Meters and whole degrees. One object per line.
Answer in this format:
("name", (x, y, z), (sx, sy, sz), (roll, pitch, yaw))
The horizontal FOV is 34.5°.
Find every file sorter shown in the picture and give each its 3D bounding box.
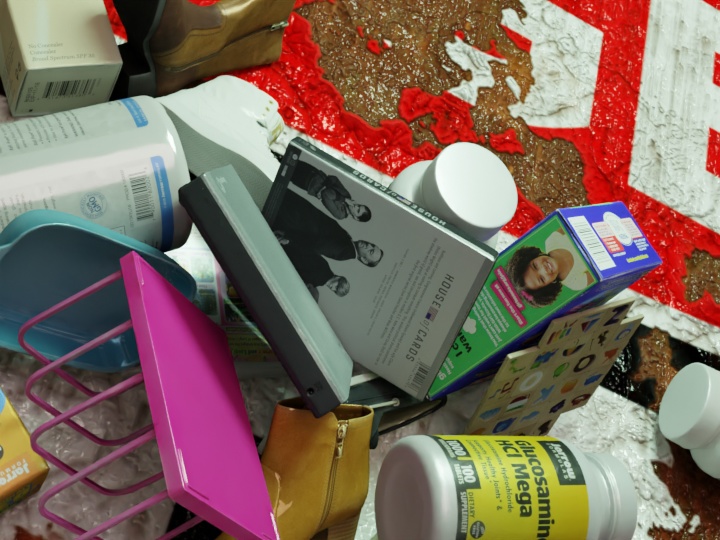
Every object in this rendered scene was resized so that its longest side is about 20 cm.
("file sorter", (-0.162, 0.123, 0.852), (0.139, 0.124, 0.202), (50, 16, -52))

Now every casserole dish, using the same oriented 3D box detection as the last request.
("casserole dish", (-0.217, 0.014, 0.897), (0.199, 0.121, 0.039), (23, 24, -49))

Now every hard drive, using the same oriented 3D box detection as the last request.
("hard drive", (-0.072, 0.011, 0.927), (0.033, 0.140, 0.202), (-31, 96, 5))

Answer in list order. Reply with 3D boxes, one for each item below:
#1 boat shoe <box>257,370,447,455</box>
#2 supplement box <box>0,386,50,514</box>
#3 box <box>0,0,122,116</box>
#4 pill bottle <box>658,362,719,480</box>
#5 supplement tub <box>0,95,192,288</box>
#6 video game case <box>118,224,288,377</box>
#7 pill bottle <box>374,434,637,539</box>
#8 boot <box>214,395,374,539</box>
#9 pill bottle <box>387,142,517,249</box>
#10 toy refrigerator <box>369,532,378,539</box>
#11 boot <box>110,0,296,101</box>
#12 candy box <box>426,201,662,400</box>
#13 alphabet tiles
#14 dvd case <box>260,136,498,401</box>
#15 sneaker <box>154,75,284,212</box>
("boat shoe", (-0.001, 0.129, 1.019), (0.198, 0.076, 0.061), (-26, 72, -34))
("supplement box", (-0.315, 0.090, 0.879), (0.066, 0.069, 0.202), (-30, 83, -33))
("box", (-0.293, -0.250, 1.060), (0.094, 0.078, 0.203), (-11, 71, -31))
("pill bottle", (0.409, 0.172, 1.189), (0.198, 0.112, 0.114), (26, 55, -14))
("supplement tub", (-0.246, -0.059, 0.938), (0.197, 0.132, 0.134), (-15, 72, -22))
("video game case", (-0.126, 0.008, 1.049), (0.197, 0.024, 0.185), (3, 64, -28))
("pill bottle", (0.120, 0.190, 0.933), (0.197, 0.112, 0.114), (4, 63, -26))
("boot", (-0.075, 0.176, 0.917), (0.199, 0.070, 0.147), (-6, 106, -40))
("pill bottle", (0.057, -0.029, 1.053), (0.110, 0.200, 0.113), (12, 60, -21))
("toy refrigerator", (0.049, 0.241, 0.986), (0.070, 0.076, 0.199), (50, 53, 4))
("boot", (-0.130, -0.240, 1.075), (0.198, 0.190, 0.069), (-24, 59, -33))
("candy box", (0.151, 0.026, 1.047), (0.078, 0.199, 0.168), (57, 29, 14))
("alphabet tiles", (0.171, 0.101, 1.050), (0.164, 0.202, 0.006), (-14, 53, -32))
("dvd case", (0.000, 0.000, 0.987), (0.198, 0.152, 0.025), (30, 27, 8))
("sneaker", (-0.093, -0.111, 1.076), (0.199, 0.074, 0.115), (41, 45, 15))
